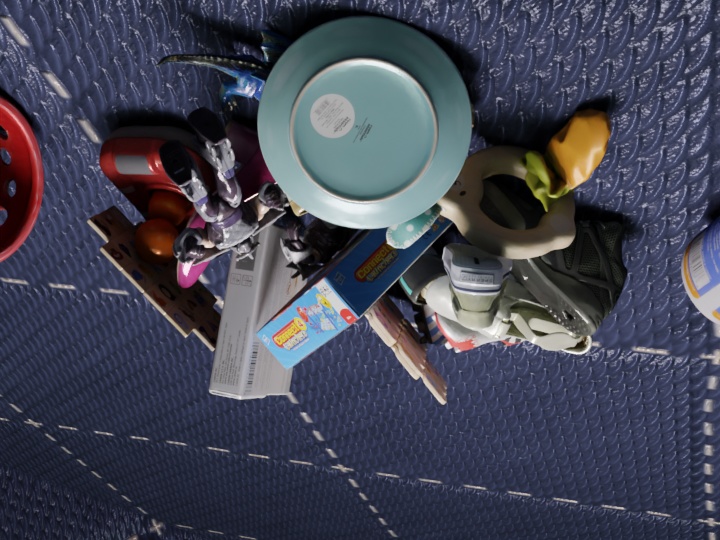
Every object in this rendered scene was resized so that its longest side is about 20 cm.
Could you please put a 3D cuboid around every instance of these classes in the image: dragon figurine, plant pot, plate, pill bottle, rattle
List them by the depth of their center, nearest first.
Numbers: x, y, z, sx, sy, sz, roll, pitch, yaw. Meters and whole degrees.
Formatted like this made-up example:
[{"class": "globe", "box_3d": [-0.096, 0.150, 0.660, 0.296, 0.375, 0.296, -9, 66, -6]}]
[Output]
[{"class": "plate", "box_3d": [0.003, -0.129, 1.112, 0.198, 0.026, 0.202, 1, 112, 2]}, {"class": "dragon figurine", "box_3d": [-0.086, -0.185, 1.152, 0.199, 0.059, 0.099, 25, 151, -32]}, {"class": "rattle", "box_3d": [0.119, -0.087, 1.153, 0.198, 0.131, 0.143, 8, 164, -8]}, {"class": "pill bottle", "box_3d": [0.401, -0.027, 1.164, 0.111, 0.113, 0.200, 18, 154, -8]}, {"class": "plant pot", "box_3d": [-0.491, -0.109, 1.377, 0.181, 0.202, 0.200, 8, 156, 32]}]

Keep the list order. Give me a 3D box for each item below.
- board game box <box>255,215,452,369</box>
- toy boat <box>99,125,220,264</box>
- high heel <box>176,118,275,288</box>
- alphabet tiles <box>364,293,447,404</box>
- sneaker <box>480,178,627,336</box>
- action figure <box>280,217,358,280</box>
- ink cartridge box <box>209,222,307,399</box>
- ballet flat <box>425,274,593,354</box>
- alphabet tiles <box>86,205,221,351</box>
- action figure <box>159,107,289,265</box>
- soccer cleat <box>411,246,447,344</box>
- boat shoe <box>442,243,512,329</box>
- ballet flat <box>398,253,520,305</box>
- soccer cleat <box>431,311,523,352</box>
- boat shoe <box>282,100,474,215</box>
[{"class": "board game box", "box_3d": [0.000, 0.000, 1.322, 0.056, 0.200, 0.196, 47, 147, -3]}, {"class": "toy boat", "box_3d": [-0.219, -0.066, 1.385, 0.130, 0.132, 0.200, 3, 152, 24]}, {"class": "high heel", "box_3d": [-0.131, -0.059, 1.322, 0.095, 0.201, 0.067, 23, -169, -2]}, {"class": "alphabet tiles", "box_3d": [0.047, 0.076, 1.507, 0.196, 0.015, 0.200, 51, -172, -2]}, {"class": "sneaker", "box_3d": [0.208, -0.037, 1.305, 0.199, 0.114, 0.076, 45, 157, 0]}, {"class": "action figure", "box_3d": [-0.026, -0.065, 1.302, 0.069, 0.130, 0.200, 33, 141, -2]}, {"class": "ink cartridge box", "box_3d": [-0.113, 0.047, 1.431, 0.043, 0.202, 0.174, 9, 177, 14]}, {"class": "ballet flat", "box_3d": [0.169, 0.050, 1.324, 0.199, 0.070, 0.069, 13, 156, -17]}, {"class": "alphabet tiles", "box_3d": [-0.227, 0.007, 1.391, 0.200, 0.006, 0.166, 47, -168, -6]}, {"class": "action figure", "box_3d": [-0.140, -0.065, 1.219, 0.069, 0.130, 0.200, 43, 167, 32]}, {"class": "soccer cleat", "box_3d": [0.102, 0.020, 1.489, 0.086, 0.070, 0.200, -14, 147, -1]}, {"class": "boat shoe", "box_3d": [0.112, 0.012, 1.216, 0.071, 0.063, 0.200, 8, -171, 8]}, {"class": "ballet flat", "box_3d": [0.142, 0.020, 1.382, 0.198, 0.069, 0.068, -1, 128, -8]}, {"class": "soccer cleat", "box_3d": [0.159, 0.053, 1.449, 0.085, 0.069, 0.199, -35, 156, 29]}, {"class": "boat shoe", "box_3d": [0.021, -0.104, 1.170, 0.199, 0.077, 0.072, -20, 167, 10]}]
